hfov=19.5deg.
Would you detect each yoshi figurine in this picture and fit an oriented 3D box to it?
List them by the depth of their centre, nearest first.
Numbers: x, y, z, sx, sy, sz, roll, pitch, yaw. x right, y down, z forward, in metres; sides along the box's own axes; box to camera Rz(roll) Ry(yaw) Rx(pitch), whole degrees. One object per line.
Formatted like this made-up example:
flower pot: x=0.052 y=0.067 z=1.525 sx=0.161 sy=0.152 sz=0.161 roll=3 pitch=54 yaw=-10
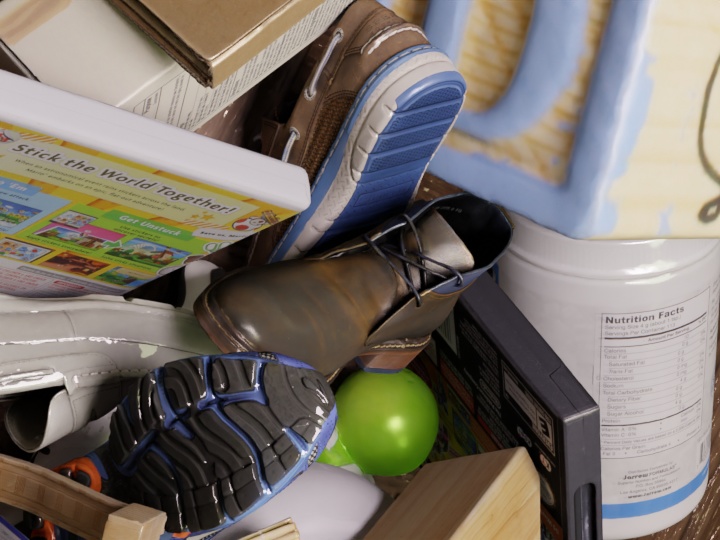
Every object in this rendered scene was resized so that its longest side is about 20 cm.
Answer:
yoshi figurine: x=0.013 y=0.128 z=1.159 sx=0.112 sy=0.112 sz=0.200 roll=-45 pitch=134 yaw=-29

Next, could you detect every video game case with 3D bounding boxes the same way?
video game case: x=-0.152 y=-0.025 z=0.880 sx=0.200 sy=0.182 sz=0.023 roll=16 pitch=59 yaw=-47
video game case: x=0.073 y=0.087 z=1.114 sx=0.025 sy=0.200 sz=0.181 roll=-19 pitch=129 yaw=-16

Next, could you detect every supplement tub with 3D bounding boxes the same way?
supplement tub: x=0.141 y=0.042 z=1.216 sx=0.132 sy=0.132 sz=0.201 roll=-24 pitch=124 yaw=-34

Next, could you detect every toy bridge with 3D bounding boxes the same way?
toy bridge: x=-0.177 y=0.091 z=0.899 sx=0.067 sy=0.199 sz=0.027 roll=-14 pitch=116 yaw=-76

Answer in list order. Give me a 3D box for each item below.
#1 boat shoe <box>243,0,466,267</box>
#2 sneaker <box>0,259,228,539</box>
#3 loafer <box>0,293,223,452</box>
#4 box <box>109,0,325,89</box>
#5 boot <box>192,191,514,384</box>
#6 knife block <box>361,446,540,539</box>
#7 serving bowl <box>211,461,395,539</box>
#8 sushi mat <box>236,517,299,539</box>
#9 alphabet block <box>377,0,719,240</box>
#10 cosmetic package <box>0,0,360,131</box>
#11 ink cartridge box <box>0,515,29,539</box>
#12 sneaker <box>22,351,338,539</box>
boat shoe: x=-0.013 y=-0.053 z=1.044 sx=0.072 sy=0.073 sz=0.200 roll=-12 pitch=148 yaw=-40
sneaker: x=-0.127 y=0.073 z=1.029 sx=0.200 sy=0.074 sz=0.080 roll=-43 pitch=106 yaw=-14
loafer: x=-0.140 y=0.047 z=0.934 sx=0.199 sy=0.070 sz=0.070 roll=5 pitch=77 yaw=-28
box: x=-0.048 y=-0.188 z=0.901 sx=0.200 sy=0.163 sz=0.021 roll=-40 pitch=161 yaw=-23
boot: x=0.000 y=0.000 z=0.987 sx=0.097 sy=0.075 sz=0.200 roll=-44 pitch=165 yaw=20
knife block: x=0.011 y=0.164 z=0.957 sx=0.175 sy=0.064 sz=0.201 roll=28 pitch=57 yaw=-48
serving bowl: x=-0.030 y=0.198 z=1.041 sx=0.199 sy=0.066 sz=0.201 roll=-6 pitch=102 yaw=-29
sushi mat: x=-0.105 y=0.194 z=0.972 sx=0.199 sy=0.012 sz=0.096 roll=-22 pitch=104 yaw=-7
alphabet block: x=0.132 y=-0.132 z=1.072 sx=0.199 sy=0.196 sz=0.196 roll=-3 pitch=114 yaw=-44
cosmetic package: x=-0.075 y=-0.119 z=0.936 sx=0.200 sy=0.071 sz=0.105 roll=-39 pitch=171 yaw=-24
ink cartridge box: x=-0.244 y=0.120 z=0.902 sx=0.199 sy=0.099 sz=0.039 roll=4 pitch=108 yaw=-44
sneaker: x=-0.073 y=0.083 z=0.924 sx=0.078 sy=0.200 sz=0.076 roll=-16 pitch=79 yaw=-44
